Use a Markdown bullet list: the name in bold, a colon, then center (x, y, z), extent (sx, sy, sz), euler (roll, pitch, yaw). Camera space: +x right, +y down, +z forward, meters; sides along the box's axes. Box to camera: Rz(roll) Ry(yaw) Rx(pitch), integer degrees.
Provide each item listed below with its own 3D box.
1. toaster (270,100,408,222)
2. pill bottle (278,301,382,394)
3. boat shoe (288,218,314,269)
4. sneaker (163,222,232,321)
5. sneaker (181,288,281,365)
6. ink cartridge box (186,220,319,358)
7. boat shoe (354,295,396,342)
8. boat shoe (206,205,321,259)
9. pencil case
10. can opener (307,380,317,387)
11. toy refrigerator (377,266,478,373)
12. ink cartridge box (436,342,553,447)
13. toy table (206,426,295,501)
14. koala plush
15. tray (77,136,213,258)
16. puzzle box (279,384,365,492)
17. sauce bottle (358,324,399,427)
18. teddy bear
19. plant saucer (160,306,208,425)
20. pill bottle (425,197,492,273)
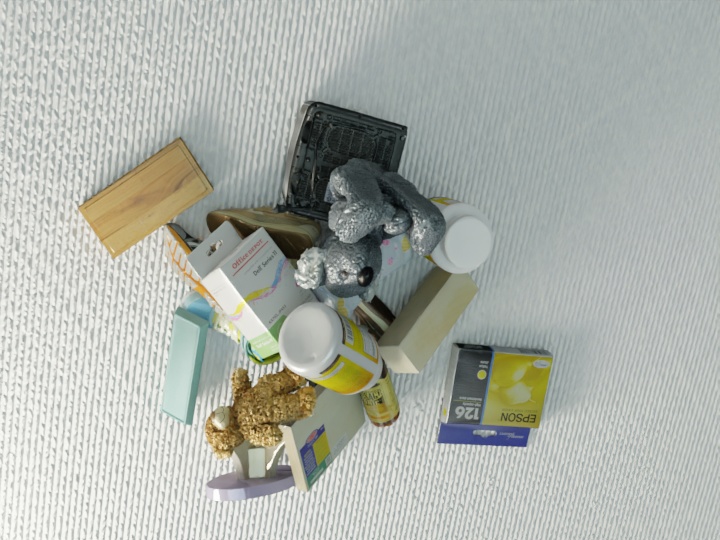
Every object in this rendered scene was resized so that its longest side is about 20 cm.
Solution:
- **toaster**: center (-0.038, -0.171, 1.306), extent (0.195, 0.119, 0.186), euler (12, 101, -15)
- **pill bottle**: center (-0.038, 0.129, 1.247), extent (0.110, 0.109, 0.200), euler (-47, 147, 3)
- **boat shoe**: center (-0.110, 0.007, 1.367), extent (0.060, 0.072, 0.206), euler (2, 91, 4)
- **sneaker**: center (-0.249, -0.007, 1.315), extent (0.200, 0.079, 0.077), euler (45, 57, 8)
- **sneaker**: center (-0.204, 0.092, 1.329), extent (0.195, 0.131, 0.081), euler (14, 111, -15)
- **ink cartridge box**: center (-0.166, 0.019, 1.254), extent (0.201, 0.067, 0.117), euler (52, 49, -12)
- **boat shoe**: center (0.027, 0.104, 1.415), extent (0.202, 0.075, 0.075), euler (43, 105, -14)
- **boat shoe**: center (-0.160, -0.069, 1.319), extent (0.195, 0.065, 0.073), euler (14, 132, 15)
- **pencil case**: center (0.000, 0.000, 1.337), extent (0.090, 0.084, 0.200), euler (36, 61, 19)
- **can opener**: center (-0.076, 0.195, 1.425), extent (0.078, 0.063, 0.204), euler (-31, 120, -30)
- **toy refrigerator**: center (0.118, 0.083, 1.379), extent (0.070, 0.075, 0.201), euler (51, 60, -19)
- **ink cartridge box**: center (0.253, 0.244, 1.511), extent (0.192, 0.047, 0.206), euler (5, 101, -14)
- **toy table**: center (-0.181, 0.314, 1.371), extent (0.179, 0.199, 0.121), euler (-3, 87, 23)
- **koala plush**: center (0.000, -0.045, 1.214), extent (0.173, 0.185, 0.203), euler (7, 120, -31)
- **tray**: center (-0.347, -0.118, 1.300), extent (0.198, 0.037, 0.100), euler (-34, 108, -2)
- **puzzle box**: center (-0.061, 0.262, 1.374), extent (0.025, 0.200, 0.136), euler (5, 120, 32)
- **sauce bottle**: center (0.019, 0.187, 1.414), extent (0.065, 0.066, 0.204), euler (-23, 121, -5)
- **teddy bear**: center (-0.161, 0.215, 1.262), extent (0.194, 0.067, 0.149), euler (-11, 66, 8)
- **plant saucer**: center (-0.302, 0.166, 1.355), extent (0.069, 0.019, 0.205), euler (22, 112, 21)
- **pill bottle**: center (0.151, -0.059, 1.319), extent (0.106, 0.200, 0.113), euler (-1, 100, -9)
